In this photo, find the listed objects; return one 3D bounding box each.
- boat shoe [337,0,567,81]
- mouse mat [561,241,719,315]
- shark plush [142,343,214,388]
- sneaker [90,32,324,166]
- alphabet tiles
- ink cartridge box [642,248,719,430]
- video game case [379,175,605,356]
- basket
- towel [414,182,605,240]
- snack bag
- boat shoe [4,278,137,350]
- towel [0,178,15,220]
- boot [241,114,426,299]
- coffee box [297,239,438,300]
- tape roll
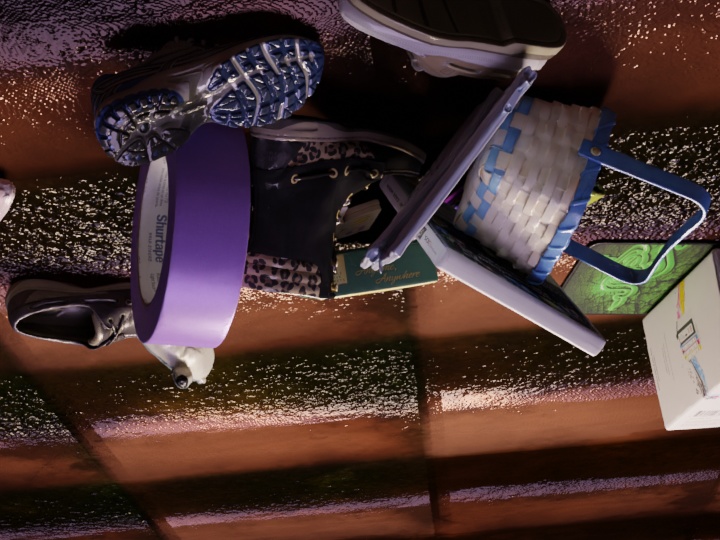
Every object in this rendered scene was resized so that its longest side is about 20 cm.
[{"bbox_3d":[0.064,-0.183,1.111,0.198,0.076,0.068,9,147,-29],"label":"boat shoe"},{"bbox_3d":[0.313,0.012,1.658,0.158,0.008,0.201,0,154,-9],"label":"mouse mat"},{"bbox_3d":[-0.214,0.089,1.720,0.082,0.092,0.200,16,176,10],"label":"shark plush"},{"bbox_3d":[-0.126,-0.158,1.152,0.198,0.085,0.078,-19,135,-18],"label":"sneaker"},{"bbox_3d":[-0.076,-0.023,1.413,0.198,0.015,0.196,-21,174,-11],"label":"alphabet tiles"},{"bbox_3d":[0.439,0.080,1.651,0.145,0.147,0.200,-1,156,-15],"label":"ink cartridge box"},{"bbox_3d":[0.122,-0.008,1.356,0.199,0.182,0.023,29,105,-28],"label":"video game case"},{"bbox_3d":[0.196,-0.064,1.287,0.198,0.140,0.177,28,152,0],"label":"basket"},{"bbox_3d":[0.144,-0.051,1.476,0.142,0.023,0.200,9,153,-24],"label":"towel"},{"bbox_3d":[0.066,-0.078,1.180,0.021,0.189,0.200,38,176,-2],"label":"snack bag"},{"bbox_3d":[-0.287,0.054,1.567,0.197,0.065,0.073,7,126,-18],"label":"boat shoe"},{"bbox_3d":[-0.449,-0.053,1.371,0.198,0.033,0.191,8,153,-26],"label":"towel"},{"bbox_3d":[-0.027,-0.053,1.255,0.073,0.153,0.199,12,-176,39],"label":"boot"},{"bbox_3d":[0.000,0.000,1.432,0.121,0.045,0.200,-8,-179,-10],"label":"coffee box"},{"bbox_3d":[-0.151,-0.036,1.246,0.065,0.203,0.200,4,155,-18],"label":"tape roll"}]
